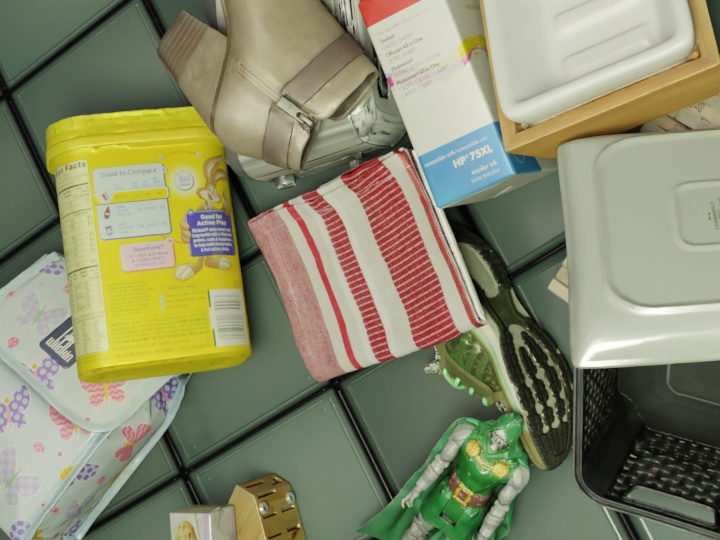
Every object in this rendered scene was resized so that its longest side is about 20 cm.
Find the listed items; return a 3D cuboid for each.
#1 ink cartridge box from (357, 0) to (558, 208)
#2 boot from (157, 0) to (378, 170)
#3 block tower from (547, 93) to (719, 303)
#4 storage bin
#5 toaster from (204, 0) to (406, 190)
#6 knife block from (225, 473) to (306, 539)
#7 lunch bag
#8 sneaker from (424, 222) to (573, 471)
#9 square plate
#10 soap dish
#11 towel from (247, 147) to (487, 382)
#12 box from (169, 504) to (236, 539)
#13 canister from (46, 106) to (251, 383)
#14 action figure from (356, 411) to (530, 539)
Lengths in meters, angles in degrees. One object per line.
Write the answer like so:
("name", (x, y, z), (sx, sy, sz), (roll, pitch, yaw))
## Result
("ink cartridge box", (0.068, -0.153, 1.144), (0.067, 0.116, 0.201), (-22, 87, 25))
("boot", (-0.049, -0.178, 1.122), (0.146, 0.070, 0.201), (35, 99, 12))
("block tower", (0.211, -0.058, 1.119), (0.054, 0.058, 0.201), (35, 104, 21))
("storage bin", (0.222, 0.070, 1.047), (0.134, 0.094, 0.201), (14, 131, 24))
("toaster", (-0.039, -0.168, 1.206), (0.128, 0.113, 0.202), (-9, 86, 22))
("knife block", (-0.118, 0.286, 1.281), (0.174, 0.064, 0.202), (-18, 84, 24))
("lunch bag", (-0.259, 0.104, 1.313), (0.169, 0.127, 0.200), (42, 96, 17))
("sneaker", (0.091, 0.066, 1.182), (0.089, 0.077, 0.201), (-40, 71, 40))
("square plate", (0.224, -0.028, 0.970), (0.196, 0.029, 0.201), (-5, 46, 8))
("soap dish", (0.164, -0.183, 1.088), (0.156, 0.081, 0.201), (-21, 55, 24))
("towel", (0.000, 0.000, 1.186), (0.199, 0.023, 0.145), (-22, 92, 49))
("box", (-0.117, 0.285, 1.224), (0.041, 0.039, 0.202), (-3, 90, 27))
("canister", (-0.168, -0.019, 1.246), (0.147, 0.087, 0.202), (-6, 79, -13))
("action figure", (0.072, 0.174, 1.159), (0.118, 0.055, 0.201), (33, 127, 10))
